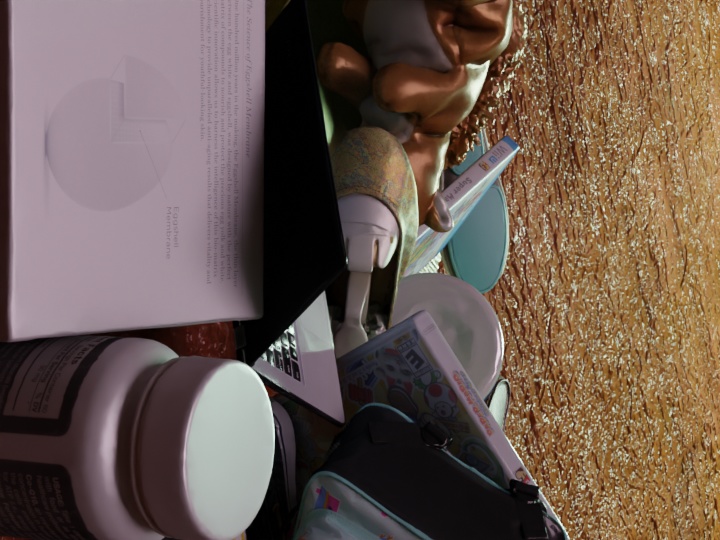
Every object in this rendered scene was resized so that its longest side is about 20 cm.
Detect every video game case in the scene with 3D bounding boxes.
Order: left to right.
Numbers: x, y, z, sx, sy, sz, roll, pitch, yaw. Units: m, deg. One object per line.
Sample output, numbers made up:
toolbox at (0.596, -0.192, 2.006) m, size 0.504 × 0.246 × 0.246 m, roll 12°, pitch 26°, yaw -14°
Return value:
video game case at (0.025, 0.143, 1.353) m, size 0.023 × 0.200 × 0.183 m, roll -33°, pitch 91°, yaw -47°
video game case at (0.039, -0.015, 1.517) m, size 0.200 × 0.018 × 0.143 m, roll -42°, pitch 171°, yaw -47°

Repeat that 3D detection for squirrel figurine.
squirrel figurine at (0.050, -0.122, 1.423) m, size 0.200 × 0.141 × 0.188 m, roll -1°, pitch 99°, yaw -61°

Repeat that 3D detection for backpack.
backpack at (0.020, 0.216, 1.278) m, size 0.153 × 0.175 × 0.200 m, roll -54°, pitch 171°, yaw -41°

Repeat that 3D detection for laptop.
laptop at (-0.025, -0.032, 1.204) m, size 0.200 × 0.115 × 0.188 m, roll 37°, pitch 38°, yaw -55°

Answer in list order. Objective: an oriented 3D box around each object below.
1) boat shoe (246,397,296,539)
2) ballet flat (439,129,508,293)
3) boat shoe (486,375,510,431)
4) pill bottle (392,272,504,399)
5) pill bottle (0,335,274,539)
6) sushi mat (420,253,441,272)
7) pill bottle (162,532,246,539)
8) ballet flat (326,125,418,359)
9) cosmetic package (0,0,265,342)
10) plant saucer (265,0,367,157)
boat shoe at (-0.084, 0.193, 1.360) m, size 0.091 × 0.071 × 0.201 m, roll -23°, pitch 108°, yaw -57°
ballet flat at (0.085, -0.078, 1.671) m, size 0.067 × 0.062 × 0.201 m, roll -11°, pitch 103°, yaw -18°
boat shoe at (0.112, 0.181, 1.736) m, size 0.072 × 0.072 × 0.201 m, roll 60°, pitch 41°, yaw -47°
pill bottle at (0.055, 0.065, 1.527) m, size 0.200 × 0.110 × 0.112 m, roll 63°, pitch 32°, yaw -83°
pill bottle at (-0.155, 0.091, 1.055) m, size 0.113 × 0.199 × 0.114 m, roll -10°, pitch 101°, yaw -63°
sushi mat at (0.020, -0.027, 1.604) m, size 0.200 × 0.012 × 0.096 m, roll 52°, pitch 49°, yaw -52°
pill bottle at (-0.122, 0.221, 1.228) m, size 0.112 × 0.112 × 0.201 m, roll -29°, pitch 117°, yaw -60°
ballet flat at (0.000, 0.000, 1.356) m, size 0.071 × 0.070 × 0.201 m, roll -47°, pitch 150°, yaw -53°
cosmetic package at (-0.159, -0.069, 1.090) m, size 0.199 × 0.122 × 0.201 m, roll -3°, pitch 95°, yaw -50°
plant saucer at (-0.046, -0.108, 1.429) m, size 0.200 × 0.048 × 0.200 m, roll -64°, pitch 145°, yaw -40°
